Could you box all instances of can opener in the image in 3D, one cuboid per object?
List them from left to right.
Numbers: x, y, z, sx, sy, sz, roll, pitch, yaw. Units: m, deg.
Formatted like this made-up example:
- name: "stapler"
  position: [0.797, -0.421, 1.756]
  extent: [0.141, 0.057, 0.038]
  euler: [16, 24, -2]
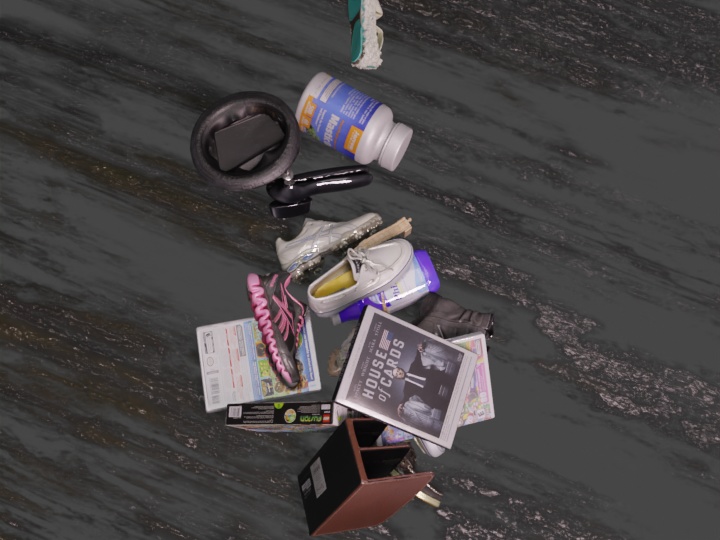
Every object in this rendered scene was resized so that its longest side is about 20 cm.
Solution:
- name: "can opener"
  position: [-0.075, -0.156, 1.466]
  extent: [0.196, 0.079, 0.064]
  euler: [-18, 52, -12]

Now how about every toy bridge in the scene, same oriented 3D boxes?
- name: "toy bridge"
  position: [0.011, -0.033, 1.425]
  extent: [0.199, 0.067, 0.027]
  euler: [-37, 77, -10]

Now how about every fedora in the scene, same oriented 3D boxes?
- name: "fedora"
  position: [-0.201, -0.219, 1.461]
  extent: [0.196, 0.092, 0.205]
  euler: [-1, 75, 2]

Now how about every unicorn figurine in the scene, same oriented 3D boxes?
- name: "unicorn figurine"
  position: [0.018, 0.111, 1.324]
  extent: [0.073, 0.137, 0.201]
  euler: [38, 111, 1]

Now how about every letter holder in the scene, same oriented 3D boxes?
- name: "letter holder"
  position: [0.009, 0.317, 1.262]
  extent: [0.140, 0.201, 0.102]
  euler: [3, 52, -29]

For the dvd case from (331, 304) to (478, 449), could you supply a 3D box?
- name: "dvd case"
  position: [0.070, 0.159, 1.220]
  extent: [0.197, 0.025, 0.153]
  euler: [24, 75, -16]

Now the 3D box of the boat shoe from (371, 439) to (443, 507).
- name: "boat shoe"
  position: [0.059, 0.303, 1.330]
  extent: [0.199, 0.072, 0.066]
  euler: [36, 82, 13]

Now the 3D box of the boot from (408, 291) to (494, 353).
- name: "boot"
  position: [0.136, 0.124, 1.323]
  extent: [0.130, 0.070, 0.201]
  euler: [19, 57, 21]

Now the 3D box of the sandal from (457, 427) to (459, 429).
- name: "sandal"
  position: [0.153, 0.165, 1.369]
  extent: [0.080, 0.055, 0.204]
  euler: [11, 62, -3]

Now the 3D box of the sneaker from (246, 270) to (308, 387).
- name: "sneaker"
  position: [-0.124, 0.090, 1.358]
  extent: [0.094, 0.079, 0.204]
  euler: [-15, 76, -17]

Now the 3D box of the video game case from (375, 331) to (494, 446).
- name: "video game case"
  position: [0.109, 0.186, 1.283]
  extent: [0.196, 0.018, 0.146]
  euler: [-12, 106, -8]

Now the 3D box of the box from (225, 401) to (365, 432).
- name: "box"
  position: [-0.102, 0.232, 1.287]
  extent: [0.196, 0.110, 0.035]
  euler: [-6, 71, 27]

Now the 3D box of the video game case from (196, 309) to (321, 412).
- name: "video game case"
  position: [-0.173, 0.151, 1.389]
  extent: [0.196, 0.018, 0.146]
  euler: [-10, 74, -3]

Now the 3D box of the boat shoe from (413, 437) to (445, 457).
- name: "boat shoe"
  position: [0.071, 0.226, 1.363]
  extent: [0.062, 0.072, 0.202]
  euler: [-35, 72, 13]

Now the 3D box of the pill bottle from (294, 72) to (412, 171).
- name: "pill bottle"
  position: [-0.010, -0.261, 1.465]
  extent: [0.198, 0.112, 0.113]
  euler: [30, 76, 8]

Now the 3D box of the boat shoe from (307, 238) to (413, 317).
- name: "boat shoe"
  position: [-0.003, -0.003, 1.343]
  extent: [0.199, 0.086, 0.075]
  euler: [-28, 62, -6]

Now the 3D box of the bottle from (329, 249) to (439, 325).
- name: "bottle"
  position: [0.036, 0.035, 1.407]
  extent: [0.197, 0.065, 0.085]
  euler: [-22, 77, -7]

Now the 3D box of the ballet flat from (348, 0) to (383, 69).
- name: "ballet flat"
  position: [0.012, -0.473, 1.558]
  extent: [0.070, 0.072, 0.205]
  euler: [0, 76, -1]

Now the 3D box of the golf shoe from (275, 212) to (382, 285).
- name: "golf shoe"
  position: [-0.059, -0.065, 1.432]
  extent: [0.198, 0.079, 0.098]
  euler: [-29, 71, -9]
